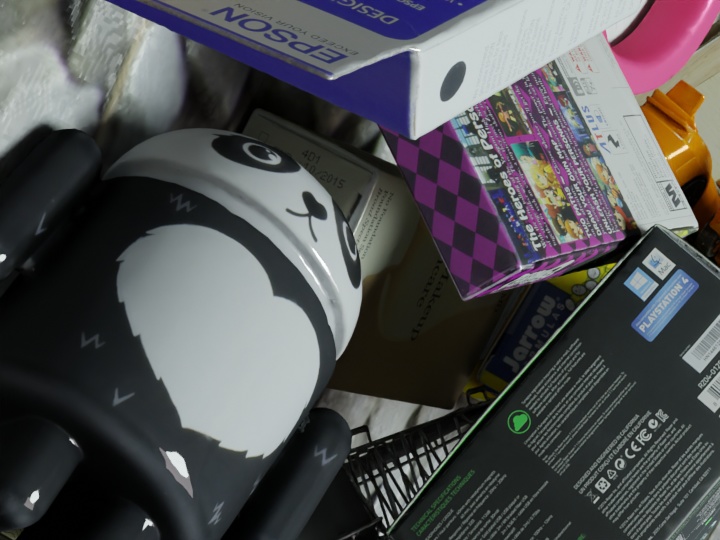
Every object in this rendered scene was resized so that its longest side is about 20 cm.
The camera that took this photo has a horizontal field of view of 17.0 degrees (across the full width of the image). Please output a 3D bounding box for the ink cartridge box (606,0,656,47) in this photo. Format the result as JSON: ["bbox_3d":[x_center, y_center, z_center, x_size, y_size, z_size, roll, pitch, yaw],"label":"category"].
[{"bbox_3d":[0.131,-0.183,1.203,0.200,0.059,0.104,-49,152,-28],"label":"ink cartridge box"}]

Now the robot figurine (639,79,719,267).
[{"bbox_3d":[0.195,-0.022,1.261,0.058,0.145,0.200,-47,158,-2],"label":"robot figurine"}]

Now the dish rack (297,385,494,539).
[{"bbox_3d":[-0.018,0.113,1.128,0.153,0.055,0.200,-26,173,31],"label":"dish rack"}]

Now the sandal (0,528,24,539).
[{"bbox_3d":[-0.093,0.087,1.027,0.201,0.080,0.057,-24,149,-54],"label":"sandal"}]

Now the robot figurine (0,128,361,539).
[{"bbox_3d":[-0.080,0.036,0.924,0.200,0.124,0.151,-55,153,-33],"label":"robot figurine"}]

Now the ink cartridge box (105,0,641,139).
[{"bbox_3d":[-0.033,-0.107,0.801,0.200,0.197,0.044,-29,136,-49],"label":"ink cartridge box"}]

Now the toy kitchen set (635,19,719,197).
[{"bbox_3d":[0.227,-0.174,1.390,0.180,0.163,0.200,-33,-169,27],"label":"toy kitchen set"}]

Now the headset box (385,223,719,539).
[{"bbox_3d":[0.113,0.089,1.067,0.174,0.093,0.200,-49,166,-1],"label":"headset box"}]

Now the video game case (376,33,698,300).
[{"bbox_3d":[0.052,-0.091,1.007,0.036,0.201,0.181,-31,171,29],"label":"video game case"}]

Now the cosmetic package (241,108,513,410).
[{"bbox_3d":[0.000,0.000,1.117,0.106,0.071,0.200,-65,155,6],"label":"cosmetic package"}]

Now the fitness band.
[{"bbox_3d":[0.156,-0.177,1.142,0.143,0.037,0.201,-10,124,-61],"label":"fitness band"}]

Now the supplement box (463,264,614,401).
[{"bbox_3d":[0.125,0.039,1.271,0.109,0.109,0.200,-60,179,-3],"label":"supplement box"}]
